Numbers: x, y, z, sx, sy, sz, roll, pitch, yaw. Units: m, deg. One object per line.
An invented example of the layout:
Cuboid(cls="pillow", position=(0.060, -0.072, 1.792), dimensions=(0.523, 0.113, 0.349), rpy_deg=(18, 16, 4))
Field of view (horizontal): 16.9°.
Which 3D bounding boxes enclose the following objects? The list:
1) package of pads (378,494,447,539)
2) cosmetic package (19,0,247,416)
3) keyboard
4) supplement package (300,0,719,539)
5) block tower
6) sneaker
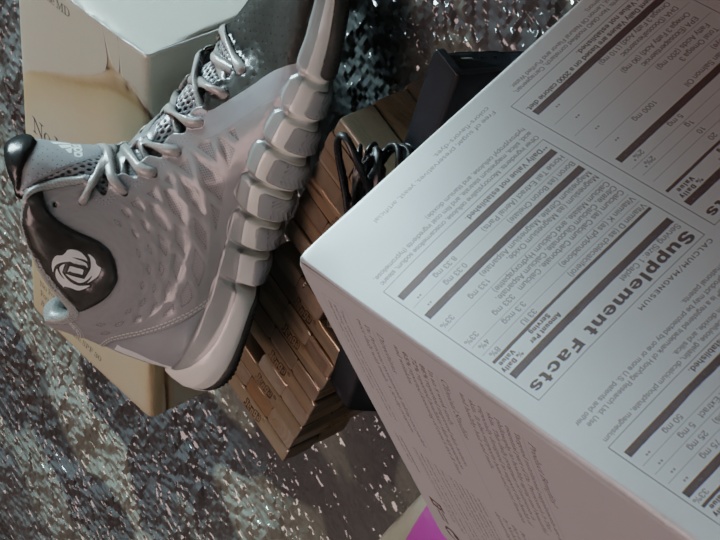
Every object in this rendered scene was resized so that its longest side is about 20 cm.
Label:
Cuboid(cls="package of pads", position=(0.098, 0.121, 0.916), dimensions=(0.155, 0.068, 0.200), rpy_deg=(56, 148, 14))
Cuboid(cls="cosmetic package", position=(-0.094, -0.047, 1.082), dimensions=(0.104, 0.073, 0.200), rpy_deg=(38, 141, 37))
Cuboid(cls="keyboard", position=(0.033, 0.000, 0.890), dimensions=(0.200, 0.104, 0.040), rpy_deg=(106, 155, -48))
Cuboid(cls="supplement package", position=(0.118, 0.038, 0.707), dimensions=(0.200, 0.151, 0.152), rpy_deg=(35, 161, 40))
Cuboid(cls="block tower", position=(0.000, 0.000, 0.990), dimensions=(0.058, 0.054, 0.200), rpy_deg=(54, 146, 16))
Cuboid(cls="sneaker", position=(-0.080, -0.052, 0.960), dimensions=(0.075, 0.115, 0.200), rpy_deg=(-98, 26, -70))
